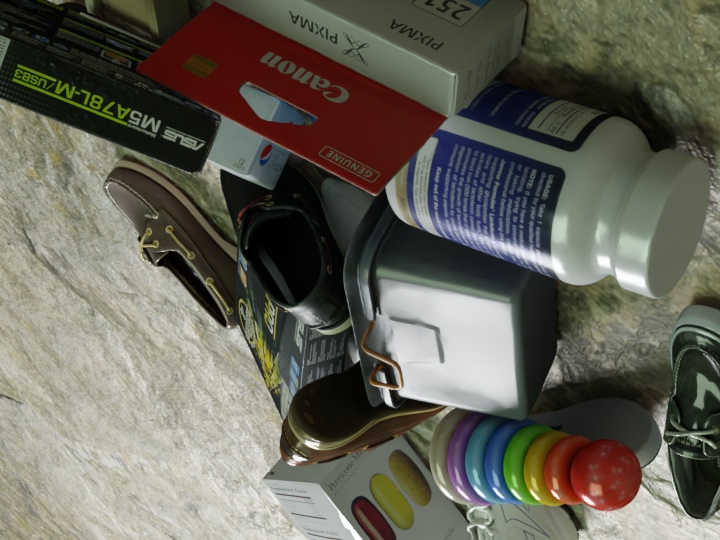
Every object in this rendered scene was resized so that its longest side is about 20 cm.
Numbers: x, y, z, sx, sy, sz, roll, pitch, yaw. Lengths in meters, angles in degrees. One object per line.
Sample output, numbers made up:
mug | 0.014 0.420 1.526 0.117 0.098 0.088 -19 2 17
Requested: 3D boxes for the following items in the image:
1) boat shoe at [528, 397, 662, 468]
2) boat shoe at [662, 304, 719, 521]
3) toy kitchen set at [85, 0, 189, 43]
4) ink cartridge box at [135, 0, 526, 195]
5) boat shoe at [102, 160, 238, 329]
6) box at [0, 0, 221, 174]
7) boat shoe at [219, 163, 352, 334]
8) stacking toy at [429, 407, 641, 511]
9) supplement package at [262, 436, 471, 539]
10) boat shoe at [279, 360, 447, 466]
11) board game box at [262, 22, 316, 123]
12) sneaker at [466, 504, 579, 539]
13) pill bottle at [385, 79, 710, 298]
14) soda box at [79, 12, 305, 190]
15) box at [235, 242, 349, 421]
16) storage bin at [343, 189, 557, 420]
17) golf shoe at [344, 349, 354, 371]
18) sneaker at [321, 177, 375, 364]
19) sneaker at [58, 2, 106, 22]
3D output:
boat shoe | 0.191 0.160 1.215 0.066 0.072 0.200 40 149 -20
boat shoe | 0.263 0.115 1.071 0.072 0.071 0.201 16 140 37
toy kitchen set | -0.253 -0.251 1.082 0.163 0.181 0.201 29 148 21
ink cartridge box | -0.019 -0.155 0.940 0.199 0.176 0.045 28 142 20
boat shoe | -0.181 -0.025 1.407 0.200 0.060 0.072 43 150 -3
box | -0.196 -0.142 0.992 0.199 0.048 0.193 21 -168 -14
boat shoe | -0.065 -0.035 1.160 0.063 0.074 0.202 36 -163 -51
stacking toy | 0.147 0.155 1.146 0.199 0.085 0.086 -1 130 54
supplement package | 0.013 0.251 1.488 0.109 0.114 0.200 -7 126 53
boat shoe | 0.009 0.118 1.246 0.072 0.199 0.068 54 137 22
board game box | -0.027 -0.139 1.067 0.158 0.039 0.200 57 178 -11
sneaker | 0.132 0.215 1.335 0.074 0.087 0.200 -5 125 53
pill bottle | 0.125 -0.058 0.963 0.199 0.116 0.116 22 145 30
soda box | -0.149 -0.137 1.157 0.199 0.068 0.064 25 180 19
box | -0.063 0.035 1.278 0.201 0.049 0.162 99 148 -49
storage bin | 0.077 0.035 1.130 0.134 0.146 0.201 14 141 22
golf shoe | -0.031 0.104 1.369 0.199 0.097 0.079 16 143 39
sneaker | 0.000 0.000 1.241 0.088 0.075 0.201 39 148 32
sneaker | -0.198 -0.160 1.265 0.200 0.074 0.087 37 165 13
